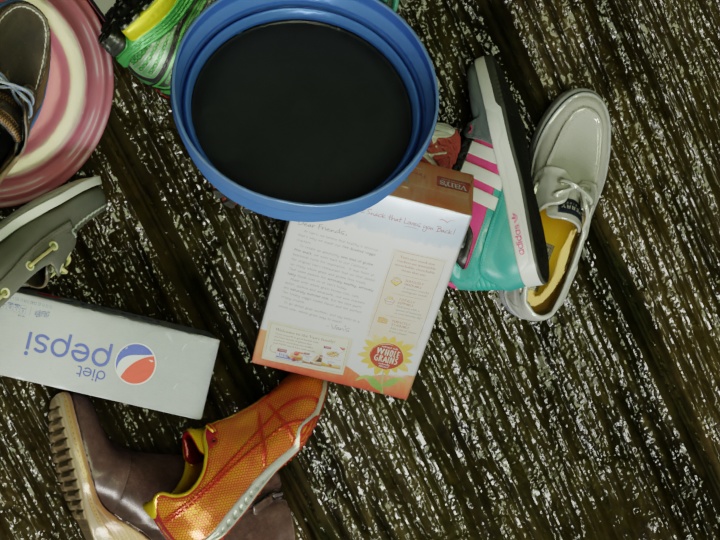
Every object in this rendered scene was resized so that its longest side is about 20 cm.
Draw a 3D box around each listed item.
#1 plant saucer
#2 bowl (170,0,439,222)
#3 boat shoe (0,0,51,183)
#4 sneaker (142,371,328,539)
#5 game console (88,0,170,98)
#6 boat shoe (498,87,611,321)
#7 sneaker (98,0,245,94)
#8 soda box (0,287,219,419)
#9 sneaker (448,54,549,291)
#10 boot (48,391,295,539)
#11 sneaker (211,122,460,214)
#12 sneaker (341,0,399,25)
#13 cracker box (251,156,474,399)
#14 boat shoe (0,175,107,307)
[{"bbox_3d":[-0.289,-0.148,1.388,0.198,0.051,0.203,-2,97,-14],"label":"plant saucer"},{"bbox_3d":[-0.042,-0.125,1.326,0.198,0.039,0.202,3,62,-5],"label":"bowl"},{"bbox_3d":[-0.268,-0.111,1.313,0.072,0.072,0.202,22,74,-23],"label":"boat shoe"},{"bbox_3d":[-0.094,0.135,1.425,0.077,0.073,0.200,46,53,-6],"label":"sneaker"},{"bbox_3d":[-0.130,-0.264,1.422,0.200,0.031,0.177,-39,103,-6],"label":"game console"},{"bbox_3d":[0.169,-0.054,1.496,0.070,0.070,0.202,19,92,-14],"label":"boat shoe"},{"bbox_3d":[-0.108,-0.222,1.394,0.200,0.078,0.085,-43,116,4],"label":"sneaker"},{"bbox_3d":[-0.217,0.062,1.421,0.198,0.063,0.069,13,92,-15],"label":"soda box"},{"bbox_3d":[0.080,-0.071,1.471,0.120,0.084,0.202,-14,70,16],"label":"sneaker"},{"bbox_3d":[-0.154,0.168,1.459,0.165,0.072,0.202,-23,100,-22],"label":"boot"},{"bbox_3d":[-0.019,-0.103,1.422,0.198,0.078,0.083,-2,55,3],"label":"sneaker"},{"bbox_3d":[-0.001,-0.198,1.420,0.077,0.091,0.202,-19,111,-14],"label":"sneaker"},{"bbox_3d":[0.000,0.000,1.407,0.133,0.058,0.201,14,130,-5],"label":"cracker box"},{"bbox_3d":[-0.258,-0.011,1.354,0.202,0.072,0.061,-40,103,-47],"label":"boat shoe"}]
